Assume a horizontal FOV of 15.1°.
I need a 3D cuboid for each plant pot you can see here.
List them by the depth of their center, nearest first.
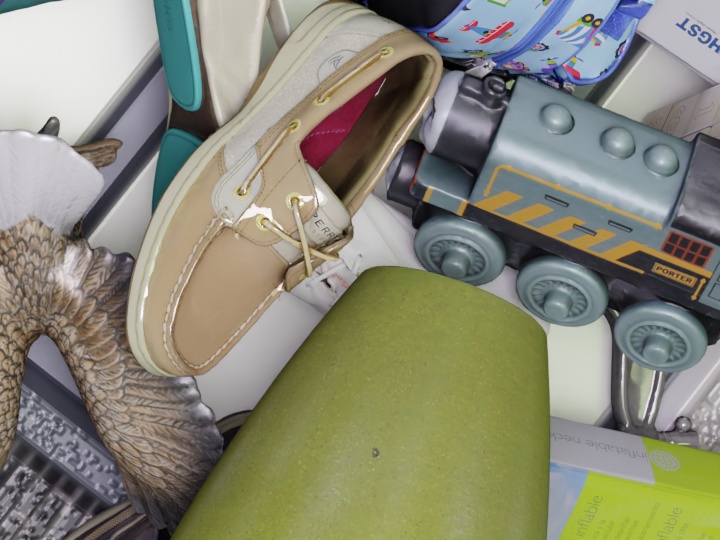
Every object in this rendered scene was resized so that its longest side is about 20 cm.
[{"bbox_3d":[0.010,0.107,1.239,0.187,0.187,0.201,23,74,-16],"label":"plant pot"}]

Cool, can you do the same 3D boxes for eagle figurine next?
[{"bbox_3d":[-0.150,0.033,1.288,0.151,0.151,0.201,11,69,-45],"label":"eagle figurine"}]

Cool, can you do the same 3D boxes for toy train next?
[{"bbox_3d":[0.112,-0.029,1.290,0.199,0.114,0.085,23,51,1],"label":"toy train"}]

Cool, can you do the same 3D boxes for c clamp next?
[{"bbox_3d":[0.087,0.067,1.410,0.199,0.027,0.172,6,94,-14],"label":"c clamp"}]

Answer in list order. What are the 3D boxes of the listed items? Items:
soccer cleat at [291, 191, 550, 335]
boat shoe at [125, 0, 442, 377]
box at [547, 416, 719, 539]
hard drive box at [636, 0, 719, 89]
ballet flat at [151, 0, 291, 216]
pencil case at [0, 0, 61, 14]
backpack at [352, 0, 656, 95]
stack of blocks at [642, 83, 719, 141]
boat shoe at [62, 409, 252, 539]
[{"bbox_3d":[0.000,0.000,1.337,0.199,0.078,0.069,21,133,-6],"label":"soccer cleat"},{"bbox_3d":[-0.033,-0.035,1.232,0.200,0.066,0.074,-59,140,-14],"label":"boat shoe"},{"bbox_3d":[0.086,0.134,1.386,0.199,0.048,0.122,14,121,-16],"label":"box"},{"bbox_3d":[0.252,-0.168,1.352,0.156,0.077,0.200,32,117,-16],"label":"hard drive box"},{"bbox_3d":[-0.061,-0.073,1.279,0.069,0.070,0.201,-5,117,-13],"label":"ballet flat"},{"bbox_3d":[-0.145,-0.169,1.288,0.199,0.092,0.085,-13,111,-13],"label":"pencil case"},{"bbox_3d":[0.088,-0.173,1.291,0.134,0.200,0.183,24,90,-16],"label":"backpack"},{"bbox_3d":[0.223,-0.044,1.336,0.115,0.200,0.059,33,69,-17],"label":"stack of blocks"},{"bbox_3d":[-0.103,0.149,1.349,0.074,0.073,0.200,44,85,-15],"label":"boat shoe"}]
